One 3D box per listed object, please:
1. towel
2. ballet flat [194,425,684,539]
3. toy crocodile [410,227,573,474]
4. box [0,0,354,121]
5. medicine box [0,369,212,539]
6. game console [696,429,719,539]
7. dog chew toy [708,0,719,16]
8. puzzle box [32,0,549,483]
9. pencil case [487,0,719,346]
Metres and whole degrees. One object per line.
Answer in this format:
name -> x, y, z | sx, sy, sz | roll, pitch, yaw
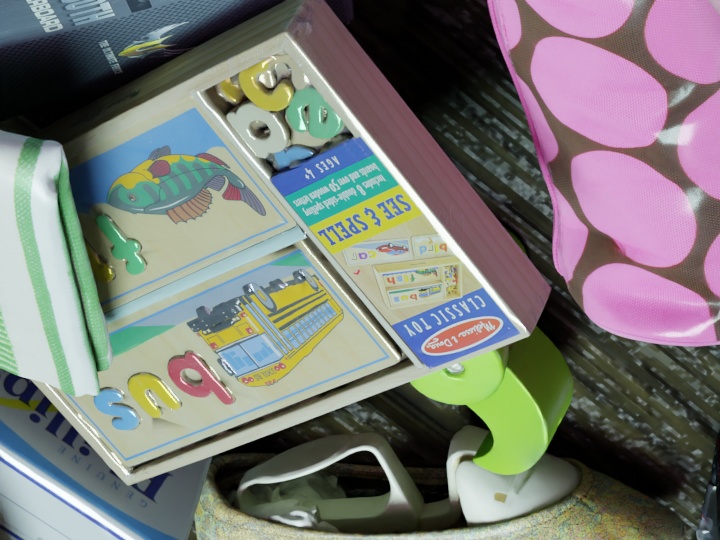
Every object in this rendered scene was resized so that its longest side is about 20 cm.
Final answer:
towel -> -0.180, -0.029, 0.842 | 0.199, 0.023, 0.153 | 19, 154, 12
ballet flat -> 0.026, 0.093, 1.014 | 0.199, 0.071, 0.071 | -5, 128, 16
toy crocodile -> 0.000, 0.000, 0.936 | 0.200, 0.068, 0.062 | 35, 129, -16
box -> -0.085, -0.103, 0.779 | 0.157, 0.051, 0.200 | -16, 170, -1
medicine box -> -0.185, 0.083, 1.024 | 0.182, 0.103, 0.200 | 35, 127, -16
game console -> 0.226, 0.135, 0.970 | 0.199, 0.172, 0.119 | 9, 104, 5
dog chew toy -> 0.159, -0.159, 0.725 | 0.124, 0.125, 0.201 | 11, 103, 4
puzzle box -> -0.050, -0.003, 0.875 | 0.199, 0.025, 0.133 | -24, 116, 39
pencil case -> 0.087, -0.063, 0.852 | 0.093, 0.091, 0.201 | -14, 127, 10
